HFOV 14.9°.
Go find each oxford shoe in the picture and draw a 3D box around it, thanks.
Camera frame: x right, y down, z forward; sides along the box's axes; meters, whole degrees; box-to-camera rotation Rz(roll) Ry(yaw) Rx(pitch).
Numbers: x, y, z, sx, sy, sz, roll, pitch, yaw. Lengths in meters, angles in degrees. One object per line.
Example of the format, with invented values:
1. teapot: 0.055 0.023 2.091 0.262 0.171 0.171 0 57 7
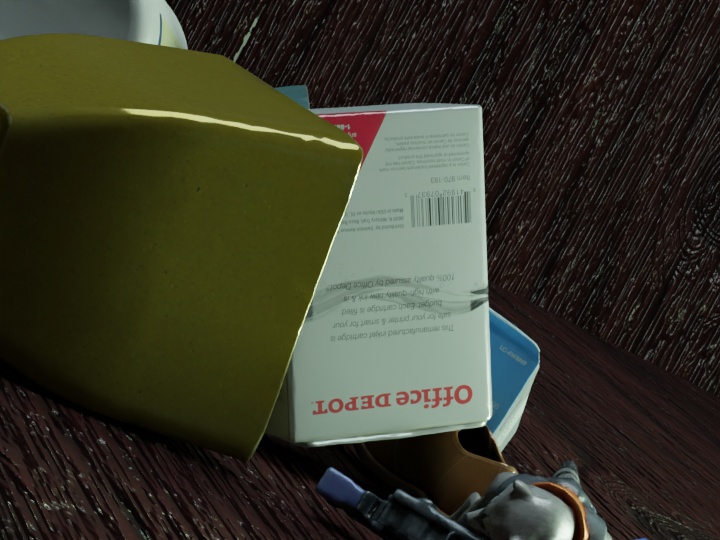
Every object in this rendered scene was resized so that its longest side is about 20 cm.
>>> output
1. oxford shoe: 0.055 0.122 1.776 0.071 0.072 0.200 24 5 -26

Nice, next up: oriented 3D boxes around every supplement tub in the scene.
1. supplement tub: -0.195 -0.149 1.891 0.144 0.146 0.200 29 -5 9

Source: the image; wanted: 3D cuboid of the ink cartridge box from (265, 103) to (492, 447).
1. ink cartridge box: 0.000 0.000 1.709 0.144 0.202 0.083 -5 6 -26

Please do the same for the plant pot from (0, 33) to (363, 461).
1. plant pot: -0.153 -0.031 1.561 0.199 0.195 0.195 14 12 -33

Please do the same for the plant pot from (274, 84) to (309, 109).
1. plant pot: -0.101 -0.026 1.901 0.134 0.202 0.200 -1 8 -4

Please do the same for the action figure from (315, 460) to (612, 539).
1. action figure: 0.082 0.140 1.572 0.199 0.105 0.193 31 -4 6

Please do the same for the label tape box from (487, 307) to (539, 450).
1. label tape box: 0.041 0.063 1.860 0.143 0.066 0.200 35 -16 9

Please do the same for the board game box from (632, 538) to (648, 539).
1. board game box: 0.241 0.239 1.737 0.199 0.045 0.134 30 5 17
